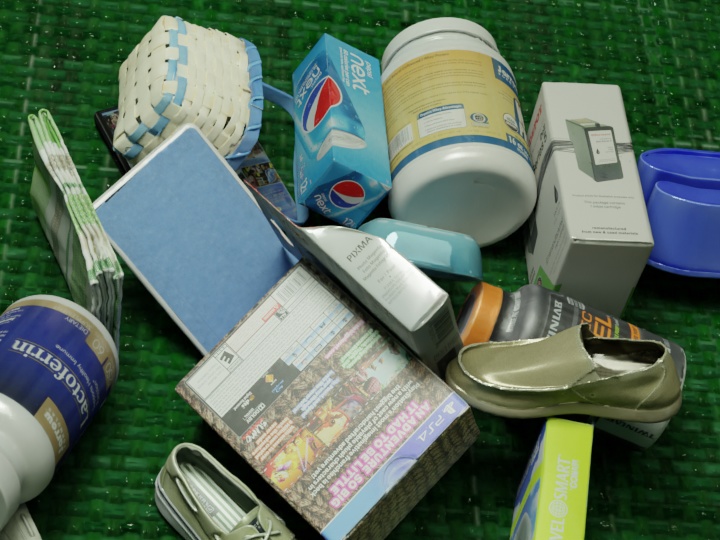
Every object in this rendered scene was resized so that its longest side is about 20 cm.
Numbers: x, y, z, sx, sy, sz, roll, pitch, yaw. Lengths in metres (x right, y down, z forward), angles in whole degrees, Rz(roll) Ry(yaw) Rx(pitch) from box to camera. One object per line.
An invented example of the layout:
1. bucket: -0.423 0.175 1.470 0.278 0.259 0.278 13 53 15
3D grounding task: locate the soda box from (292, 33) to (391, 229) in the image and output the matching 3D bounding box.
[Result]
1. soda box: -0.020 -0.136 1.566 0.068 0.064 0.201 25 36 -25

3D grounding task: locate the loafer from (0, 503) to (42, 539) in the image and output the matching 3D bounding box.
1. loafer: -0.233 0.261 1.284 0.070 0.070 0.200 -37 66 -23

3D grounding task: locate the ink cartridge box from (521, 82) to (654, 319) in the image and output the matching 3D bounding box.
1. ink cartridge box: 0.211 -0.061 1.576 0.084 0.146 0.201 2 52 -8

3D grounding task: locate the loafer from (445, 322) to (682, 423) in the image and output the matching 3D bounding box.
1. loafer: 0.171 0.079 1.364 0.199 0.069 0.076 3 33 2

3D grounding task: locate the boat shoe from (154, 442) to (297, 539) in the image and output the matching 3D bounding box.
1. boat shoe: -0.095 0.223 1.346 0.200 0.062 0.072 38 55 16

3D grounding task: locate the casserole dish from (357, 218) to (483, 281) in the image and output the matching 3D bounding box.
1. casserole dish: 0.050 -0.019 1.489 0.120 0.200 0.039 12 87 -4

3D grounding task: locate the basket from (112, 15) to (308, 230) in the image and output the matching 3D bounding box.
1. basket: -0.133 -0.140 1.561 0.199 0.139 0.177 25 39 -25

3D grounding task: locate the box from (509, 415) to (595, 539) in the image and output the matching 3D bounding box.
1. box: 0.156 0.219 1.361 0.047 0.122 0.201 13 51 0

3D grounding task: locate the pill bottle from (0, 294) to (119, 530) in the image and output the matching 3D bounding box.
1. pill bottle: -0.285 0.119 1.330 0.115 0.116 0.200 21 37 5

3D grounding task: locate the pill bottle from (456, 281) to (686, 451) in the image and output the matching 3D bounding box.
1. pill bottle: 0.182 0.079 1.467 0.199 0.106 0.107 22 51 -7

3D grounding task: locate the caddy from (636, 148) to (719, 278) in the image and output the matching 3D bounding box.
1. caddy: 0.350 -0.046 1.623 0.199 0.105 0.142 5 28 -8

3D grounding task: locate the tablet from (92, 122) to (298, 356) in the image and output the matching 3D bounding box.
1. tablet: -0.137 -0.018 1.469 0.130 0.014 0.200 -43 106 -15

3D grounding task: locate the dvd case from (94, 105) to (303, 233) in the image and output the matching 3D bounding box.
1. dvd case: -0.161 -0.100 1.613 0.142 0.018 0.200 -18 59 -23

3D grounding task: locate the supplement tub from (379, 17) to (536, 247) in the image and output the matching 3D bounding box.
1. supplement tub: 0.090 -0.136 1.611 0.144 0.145 0.201 1 53 -10

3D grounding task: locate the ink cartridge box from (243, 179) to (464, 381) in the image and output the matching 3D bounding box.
1. ink cartridge box: 0.000 0.000 1.383 0.057 0.163 0.200 -41 69 -6

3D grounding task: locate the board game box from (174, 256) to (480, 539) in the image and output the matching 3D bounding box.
1. board game box: -0.026 0.120 1.382 0.159 0.097 0.200 -45 69 -7

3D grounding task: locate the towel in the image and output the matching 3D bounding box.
1. towel: -0.259 -0.024 1.451 0.031 0.150 0.200 -15 56 -22
